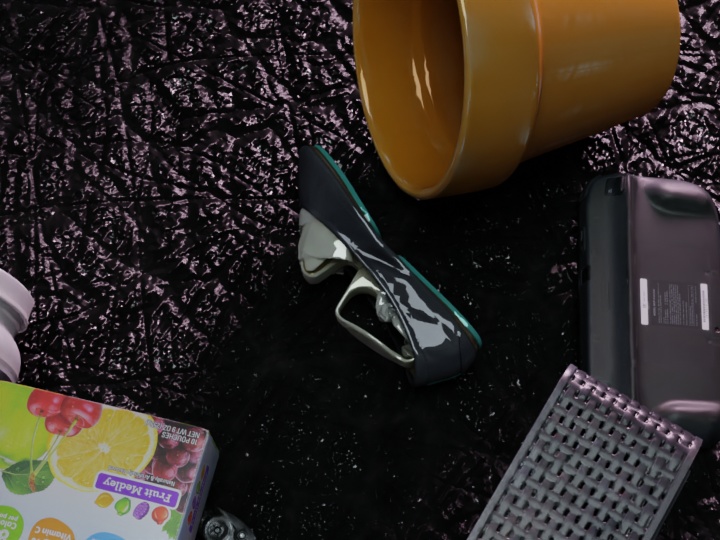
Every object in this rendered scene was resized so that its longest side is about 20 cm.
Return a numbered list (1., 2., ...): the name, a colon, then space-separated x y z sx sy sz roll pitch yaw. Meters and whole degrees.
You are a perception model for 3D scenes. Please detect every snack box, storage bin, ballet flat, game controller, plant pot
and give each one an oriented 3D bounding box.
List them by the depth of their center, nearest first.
1. snack box: -0.179 0.179 0.806 0.141 0.053 0.202 12 66 8
2. storage bin: 0.114 0.176 0.819 0.093 0.135 0.201 30 71 13
3. ballet flat: 0.000 0.000 0.934 0.073 0.073 0.200 -35 73 -13
4. game controller: 0.203 0.026 0.939 0.103 0.042 0.202 8 68 -11
5. plant pot: 0.113 -0.160 0.943 0.181 0.201 0.202 -8 66 -20

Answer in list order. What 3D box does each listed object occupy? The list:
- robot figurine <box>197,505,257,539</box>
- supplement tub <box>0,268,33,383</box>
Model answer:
1. robot figurine: -0.157 0.209 0.854 0.198 0.058 0.147 6 68 4
2. supplement tub: -0.302 0.089 0.862 0.139 0.141 0.202 14 68 7
